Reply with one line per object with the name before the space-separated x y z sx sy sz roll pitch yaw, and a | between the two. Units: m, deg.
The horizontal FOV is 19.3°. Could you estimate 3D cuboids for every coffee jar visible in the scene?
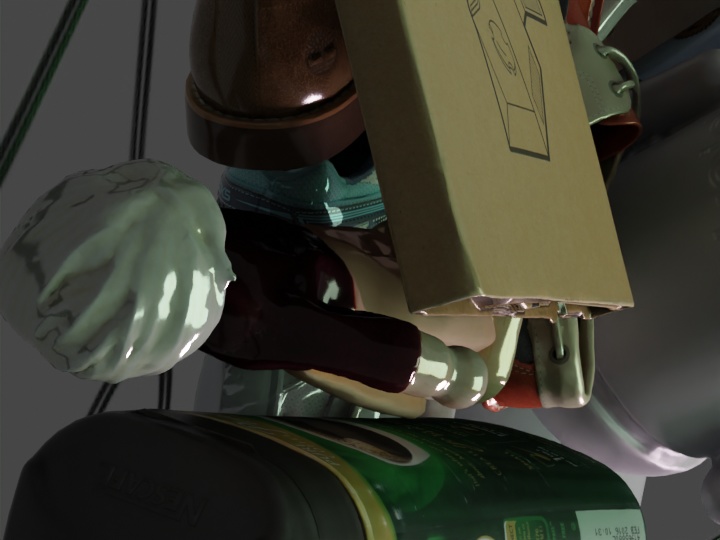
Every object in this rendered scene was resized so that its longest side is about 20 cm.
coffee jar | -0.006 0.086 0.607 0.200 0.104 0.086 8 95 -55

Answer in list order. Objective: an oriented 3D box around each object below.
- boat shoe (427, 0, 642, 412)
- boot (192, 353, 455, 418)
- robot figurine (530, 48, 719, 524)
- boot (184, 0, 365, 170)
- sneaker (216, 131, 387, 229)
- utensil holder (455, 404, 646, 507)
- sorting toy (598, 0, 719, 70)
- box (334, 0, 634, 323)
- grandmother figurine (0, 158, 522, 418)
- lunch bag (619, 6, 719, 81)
boat shoe | 0.066 -0.044 0.734 0.071 0.062 0.201 54 45 -53
boot | -0.022 0.124 0.737 0.074 0.095 0.201 -134 -124 -73
robot figurine | 0.132 0.004 0.773 0.113 0.200 0.170 10 57 -49
boot | 0.001 -0.113 0.657 0.200 0.073 0.076 -61 154 -51
sneaker | 0.005 -0.059 0.734 0.200 0.077 0.087 -67 164 -46
utensil holder | 0.039 0.109 0.934 0.170 0.169 0.201 75 28 -73
sorting toy | 0.120 -0.123 0.957 0.200 0.179 0.107 56 23 -80
box | 0.025 -0.085 0.594 0.163 0.021 0.201 4 72 -69
grandmother figurine | -0.022 0.008 0.563 0.200 0.121 0.061 9 96 -61
lunch bag | 0.190 -0.053 0.953 0.124 0.170 0.200 65 17 19
